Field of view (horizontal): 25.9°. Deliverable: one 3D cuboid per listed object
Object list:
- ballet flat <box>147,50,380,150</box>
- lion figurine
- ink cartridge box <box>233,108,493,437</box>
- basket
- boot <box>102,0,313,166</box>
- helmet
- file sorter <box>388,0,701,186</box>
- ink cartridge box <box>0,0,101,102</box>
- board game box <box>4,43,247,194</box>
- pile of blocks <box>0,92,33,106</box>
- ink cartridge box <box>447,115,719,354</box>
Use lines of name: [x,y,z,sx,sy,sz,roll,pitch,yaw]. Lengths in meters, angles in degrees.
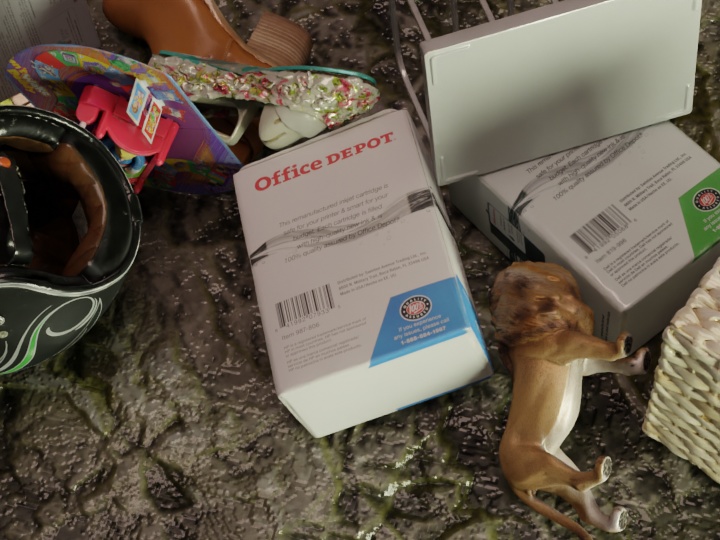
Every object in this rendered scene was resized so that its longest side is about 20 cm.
ballet flat: [-0.079,-0.124,1.189,0.199,0.076,0.064,9,80,27]
lion figurine: [0.131,0.093,1.086,0.122,0.072,0.201,7,80,34]
ink cartridge box: [0.000,0.000,1.147,0.144,0.084,0.201,-19,57,9]
basket: [0.312,0.069,1.027,0.200,0.198,0.161,34,71,20]
boot: [-0.152,-0.155,1.292,0.199,0.077,0.156,22,65,9]
helmet: [-0.275,-0.015,1.132,0.190,0.200,0.201,-29,46,39]
file sorter: [0.129,-0.176,1.137,0.199,0.139,0.125,-16,54,-4]
ink cartridge box: [-0.326,-0.196,1.284,0.200,0.137,0.076,-38,60,-19]
board game box: [-0.182,-0.095,1.174,0.157,0.200,0.039,6,63,28]
pile of blocks: [-0.304,-0.093,1.246,0.199,0.082,0.062,-21,73,-35]
ink cartridge box: [0.180,-0.053,1.182,0.146,0.083,0.200,-35,61,-16]
